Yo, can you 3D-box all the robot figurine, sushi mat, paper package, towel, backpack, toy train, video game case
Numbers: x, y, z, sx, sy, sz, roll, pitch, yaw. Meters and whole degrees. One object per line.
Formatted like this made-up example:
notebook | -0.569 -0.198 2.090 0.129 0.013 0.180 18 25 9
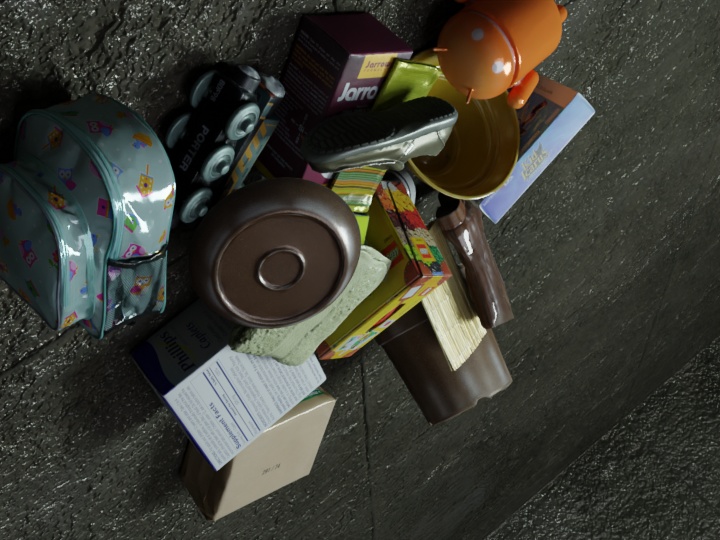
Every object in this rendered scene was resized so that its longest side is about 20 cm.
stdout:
robot figurine | 0.176 -0.291 1.349 0.199 0.116 0.145 -40 145 -28
sushi mat | 0.122 0.037 1.550 0.096 0.012 0.202 -43 117 -40
paper package | -0.158 0.257 1.639 0.198 0.103 0.193 -18 142 -40
towel | -0.059 0.039 1.301 0.200 0.037 0.148 -44 149 16
backpack | -0.264 -0.057 1.008 0.152 0.175 0.202 -17 137 -48
toy train | -0.155 -0.133 1.164 0.202 0.085 0.114 -57 161 18
video game case | 0.205 -0.181 1.490 0.045 0.181 0.200 40 95 -28
towel | 0.024 -0.154 1.258 0.085 0.018 0.202 -8 133 -53

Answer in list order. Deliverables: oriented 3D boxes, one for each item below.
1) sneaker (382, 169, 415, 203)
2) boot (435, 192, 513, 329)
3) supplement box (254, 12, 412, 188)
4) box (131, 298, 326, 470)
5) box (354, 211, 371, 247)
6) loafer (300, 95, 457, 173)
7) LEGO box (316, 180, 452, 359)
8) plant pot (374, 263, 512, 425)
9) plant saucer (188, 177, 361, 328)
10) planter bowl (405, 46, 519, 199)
sneaker | 0.033 -0.050 1.527 0.079 0.078 0.202 -35 139 -29
boot | 0.180 -0.029 1.601 0.063 0.202 0.187 -18 -160 29
supplement box | -0.034 -0.188 1.243 0.109 0.086 0.202 -14 139 -44
box | -0.170 0.126 1.414 0.199 0.105 0.185 -39 138 -14
box | -0.081 -0.062 1.301 0.199 0.121 0.049 -1 107 -54
loafer | 0.024 -0.137 1.195 0.197 0.075 0.071 -16 131 -26
LEGO box | 0.000 0.000 1.413 0.199 0.151 0.077 -39 159 30
plant pot | 0.130 0.120 1.680 0.198 0.201 0.200 -28 176 -2
plant saucer | -0.091 -0.009 1.187 0.196 0.032 0.203 -9 127 -12
planter bowl | 0.106 -0.181 1.400 0.199 0.203 0.083 -26 -178 -32
